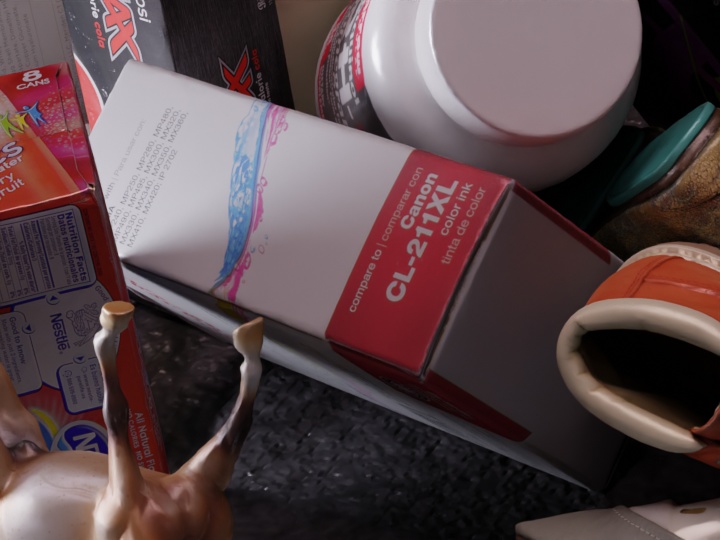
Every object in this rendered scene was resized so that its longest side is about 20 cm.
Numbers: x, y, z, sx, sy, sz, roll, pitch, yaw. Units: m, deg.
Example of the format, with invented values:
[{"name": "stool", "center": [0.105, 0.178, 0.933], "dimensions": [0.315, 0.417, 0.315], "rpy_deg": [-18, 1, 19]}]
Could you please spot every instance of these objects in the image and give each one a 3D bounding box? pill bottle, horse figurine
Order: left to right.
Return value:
[{"name": "horse figurine", "center": [-0.098, 0.062, 0.910], "dimensions": [0.200, 0.133, 0.050], "rpy_deg": [16, 26, 33]}, {"name": "pill bottle", "center": [0.049, -0.082, 1.121], "dimensions": [0.110, 0.111, 0.200], "rpy_deg": [-16, -1, -10]}]

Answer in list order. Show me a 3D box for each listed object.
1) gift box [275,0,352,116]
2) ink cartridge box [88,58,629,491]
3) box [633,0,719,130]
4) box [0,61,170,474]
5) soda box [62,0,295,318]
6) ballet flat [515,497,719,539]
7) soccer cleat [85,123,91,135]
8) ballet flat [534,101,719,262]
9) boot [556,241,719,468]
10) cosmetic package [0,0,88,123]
[{"name": "gift box", "center": [0.014, -0.160, 1.309], "dimensions": [0.200, 0.187, 0.185], "rpy_deg": [-23, 34, -18]}, {"name": "ink cartridge box", "center": [0.000, 0.000, 1.091], "dimensions": [0.200, 0.146, 0.083], "rpy_deg": [20, 83, 38]}, {"name": "box", "center": [0.110, -0.119, 1.146], "dimensions": [0.036, 0.200, 0.143], "rpy_deg": [-42, 16, -8]}, {"name": "box", "center": [-0.129, 0.037, 1.029], "dimensions": [0.099, 0.200, 0.096], "rpy_deg": [-13, 35, -4]}, {"name": "soda box", "center": [-0.074, -0.075, 1.188], "dimensions": [0.071, 0.201, 0.063], "rpy_deg": [20, 42, 38]}, {"name": "ballet flat", "center": [0.143, 0.112, 0.961], "dimensions": [0.200, 0.067, 0.064], "rpy_deg": [25, 84, 37]}, {"name": "soccer cleat", "center": [-0.150, -0.010, 1.240], "dimensions": [0.077, 0.070, 0.200], "rpy_deg": [4, 28, 29]}, {"name": "ballet flat", "center": [0.121, -0.022, 1.111], "dimensions": [0.070, 0.071, 0.200], "rpy_deg": [-19, 1, -14]}, {"name": "boot", "center": [0.161, 0.056, 0.964], "dimensions": [0.200, 0.075, 0.107], "rpy_deg": [24, 14, 19]}, {"name": "cosmetic package", "center": [-0.253, -0.113, 1.370], "dimensions": [0.200, 0.123, 0.199], "rpy_deg": [-31, 38, -28]}]
